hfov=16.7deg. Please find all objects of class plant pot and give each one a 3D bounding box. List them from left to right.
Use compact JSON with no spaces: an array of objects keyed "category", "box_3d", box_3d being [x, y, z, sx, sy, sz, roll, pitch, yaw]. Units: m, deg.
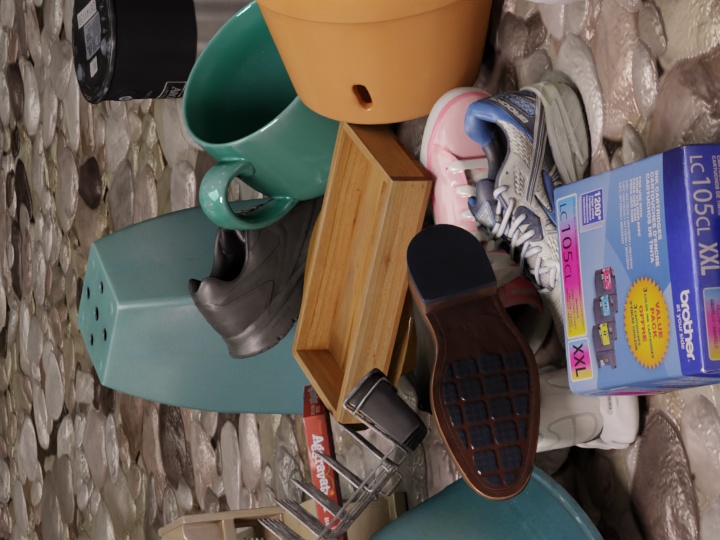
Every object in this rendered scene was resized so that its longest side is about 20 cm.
[{"category":"plant pot","box_3d":[-0.130,0.033,2.085,0.141,0.200,0.142,-118,33,-46]},{"category":"plant pot","box_3d":[0.011,-0.198,1.761,0.200,0.200,0.140,-126,24,-53]},{"category":"plant pot","box_3d":[0.053,0.249,1.613,0.200,0.188,0.200,43,145,41]}]

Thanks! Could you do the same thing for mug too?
[{"category":"mug","box_3d":[-0.059,-0.120,1.944,0.185,0.114,0.152,-45,39,6]}]

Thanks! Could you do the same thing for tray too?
[{"category":"tray","box_3d":[0.000,0.000,1.777,0.099,0.037,0.200,-127,41,-52]}]

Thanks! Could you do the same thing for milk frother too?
[{"category":"milk frother","box_3d":[-0.157,-0.246,2.136,0.180,0.188,0.200,-168,77,-66]}]

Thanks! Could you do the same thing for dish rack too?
[{"category":"dish rack","box_3d":[-0.030,0.160,1.608,0.200,0.055,0.153,-51,-8,-2]}]

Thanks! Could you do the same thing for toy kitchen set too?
[{"category":"toy kitchen set","box_3d":[-0.065,0.284,2.000,0.200,0.163,0.181,147,118,-64]}]

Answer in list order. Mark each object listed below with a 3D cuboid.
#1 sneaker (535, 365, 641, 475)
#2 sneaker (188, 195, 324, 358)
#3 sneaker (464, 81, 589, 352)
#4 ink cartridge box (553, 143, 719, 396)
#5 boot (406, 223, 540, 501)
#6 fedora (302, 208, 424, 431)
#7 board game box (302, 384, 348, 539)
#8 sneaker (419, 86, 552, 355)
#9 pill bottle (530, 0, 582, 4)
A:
[{"category":"sneaker","box_3d":[0.113,0.100,1.667,0.200,0.081,0.075,145,118,-65]},{"category":"sneaker","box_3d":[-0.065,-0.027,1.975,0.076,0.091,0.200,-12,38,50]},{"category":"sneaker","box_3d":[0.114,-0.031,1.645,0.077,0.085,0.200,127,135,-56]},{"category":"ink cartridge box","box_3d":[0.196,0.000,1.467,0.200,0.076,0.137,162,104,-65]},{"category":"boot","box_3d":[0.075,0.076,1.608,0.097,0.075,0.200,87,173,-59]},{"category":"fedora","box_3d":[0.022,0.026,1.873,0.201,0.082,0.201,180,90,-66]},{"category":"board game box","box_3d":[-0.021,0.193,1.842,0.103,0.019,0.200,-102,4,-79]},{"category":"sneaker","box_3d":[0.095,-0.024,1.709,0.105,0.075,0.201,-155,62,-63]},{"category":"pill bottle","box_3d":[0.132,-0.278,1.545,0.112,0.112,0.200,-117,33,-44]}]
